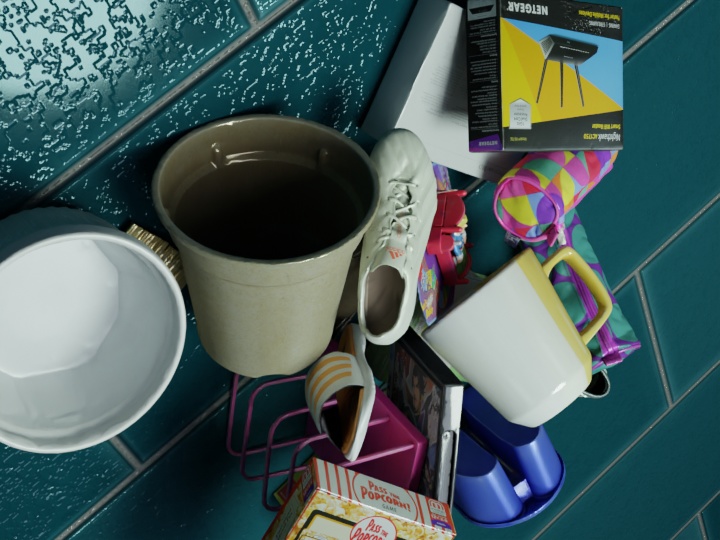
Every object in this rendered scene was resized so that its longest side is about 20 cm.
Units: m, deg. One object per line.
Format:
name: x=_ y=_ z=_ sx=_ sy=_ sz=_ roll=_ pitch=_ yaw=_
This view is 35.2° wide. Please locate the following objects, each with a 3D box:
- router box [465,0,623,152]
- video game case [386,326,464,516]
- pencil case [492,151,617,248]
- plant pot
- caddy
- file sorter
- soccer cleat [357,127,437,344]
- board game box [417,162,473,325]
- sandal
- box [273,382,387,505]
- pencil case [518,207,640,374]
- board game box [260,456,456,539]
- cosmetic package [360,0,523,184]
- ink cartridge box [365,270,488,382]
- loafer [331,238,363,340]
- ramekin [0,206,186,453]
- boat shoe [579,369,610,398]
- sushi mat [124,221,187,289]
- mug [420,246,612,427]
router box: x=0.188 y=-0.194 z=1.137 sx=0.199 sy=0.051 sz=0.151 roll=-7 pitch=97 yaw=-42
video game case: x=0.060 y=0.172 z=1.183 sx=0.025 sy=0.200 sz=0.183 roll=1 pitch=104 yaw=-13
pencil case: x=0.217 y=-0.103 z=1.242 sx=0.200 sy=0.088 sz=0.089 roll=-46 pitch=143 yaw=-44
plant pot: x=-0.087 y=-0.010 z=1.043 sx=0.199 sy=0.201 sz=0.185 roll=-23 pitch=141 yaw=-26
caddy: x=0.160 y=0.232 z=1.386 sx=0.141 sy=0.200 sz=0.106 roll=-31 pitch=118 yaw=-13
file sorter: x=-0.045 y=0.188 z=1.180 sx=0.124 sy=0.200 sz=0.140 roll=-9 pitch=123 yaw=-31
soccer cleat: x=0.032 y=-0.030 z=1.045 sx=0.078 sy=0.068 sz=0.203 roll=-25 pitch=120 yaw=-80
board game box: x=0.096 y=-0.032 z=1.173 sx=0.200 sy=0.038 sz=0.160 roll=-26 pitch=113 yaw=-71
sandal: x=-0.027 y=0.112 z=1.103 sx=0.059 sy=0.207 sz=0.080 roll=13 pitch=110 yaw=-10
box: x=-0.004 y=0.221 z=1.325 sx=0.200 sy=0.075 sz=0.050 roll=-44 pitch=134 yaw=-6
pencil case: x=0.249 y=0.019 z=1.319 sx=0.084 sy=0.202 sz=0.092 roll=-23 pitch=170 yaw=-3
board game box: x=-0.023 y=0.286 z=1.083 sx=0.150 sy=0.046 sz=0.201 roll=23 pitch=115 yaw=-20
cosmetic package: x=0.111 y=-0.182 z=1.174 sx=0.199 sy=0.052 sz=0.152 roll=13 pitch=106 yaw=-44
ink cartridge box: x=0.109 y=0.071 z=1.340 sx=0.199 sy=0.048 sz=0.147 roll=15 pitch=106 yaw=-41
loafer: x=0.000 y=0.000 z=1.185 sx=0.073 sy=0.071 sz=0.201 roll=32 pitch=95 yaw=-46
ramekin: x=-0.258 y=0.041 z=0.963 sx=0.198 sy=0.105 sz=0.202 roll=-15 pitch=121 yaw=-27
boat shoe: x=0.234 y=0.086 z=1.363 sx=0.073 sy=0.062 sz=0.200 roll=-48 pitch=118 yaw=-7
sushi mat: x=-0.243 y=0.052 z=1.060 sx=0.200 sy=0.012 sz=0.096 roll=-51 pitch=135 yaw=-2
mug: x=0.182 y=0.070 z=1.208 sx=0.186 sy=0.154 sz=0.149 roll=-39 pitch=177 yaw=10
